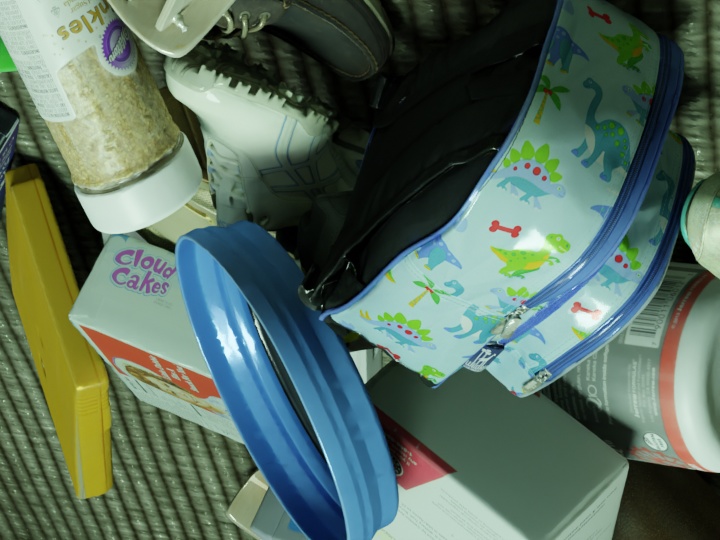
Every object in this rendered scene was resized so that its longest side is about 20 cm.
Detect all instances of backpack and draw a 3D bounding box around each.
[{"bbox_3d":[0.087,-0.045,1.462,0.146,0.184,0.200,29,147,-14],"label":"backpack"}]

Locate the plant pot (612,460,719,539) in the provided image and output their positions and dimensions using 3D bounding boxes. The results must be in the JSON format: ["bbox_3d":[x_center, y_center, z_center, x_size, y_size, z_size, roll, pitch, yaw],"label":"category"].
[{"bbox_3d":[0.128,0.149,1.806,0.186,0.187,0.201,-7,123,52],"label":"plant pot"}]

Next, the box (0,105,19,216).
[{"bbox_3d":[-0.318,-0.032,1.941,0.104,0.149,0.200,28,156,1],"label":"box"}]

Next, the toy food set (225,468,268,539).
[{"bbox_3d":[-0.005,0.198,2.135,0.143,0.061,0.200,36,154,-14],"label":"toy food set"}]

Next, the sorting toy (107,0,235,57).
[{"bbox_3d":[-0.102,-0.239,1.403,0.180,0.107,0.200,40,145,2],"label":"sorting toy"}]

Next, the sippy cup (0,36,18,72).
[{"bbox_3d":[-0.230,-0.177,1.577,0.139,0.131,0.178,-6,-171,-24],"label":"sippy cup"}]

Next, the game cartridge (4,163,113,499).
[{"bbox_3d":[-0.208,0.043,1.973,0.200,0.032,0.177,103,149,-64],"label":"game cartridge"}]

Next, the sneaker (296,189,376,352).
[{"bbox_3d":[0.000,0.000,1.620,0.074,0.085,0.200,-10,173,-8],"label":"sneaker"}]

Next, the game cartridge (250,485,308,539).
[{"bbox_3d":[0.009,0.141,1.933,0.040,0.134,0.199,36,154,-32],"label":"game cartridge"}]

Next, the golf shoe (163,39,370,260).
[{"bbox_3d":[-0.056,-0.061,1.595,0.078,0.097,0.200,37,-176,37],"label":"golf shoe"}]

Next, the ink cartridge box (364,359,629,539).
[{"bbox_3d":[0.067,0.146,1.651,0.145,0.083,0.201,37,150,21],"label":"ink cartridge box"}]

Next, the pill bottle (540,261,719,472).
[{"bbox_3d":[0.142,0.049,1.647,0.199,0.116,0.116,6,146,40],"label":"pill bottle"}]

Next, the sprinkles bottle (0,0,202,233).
[{"bbox_3d":[-0.153,-0.119,1.514,0.068,0.068,0.201,2,126,44],"label":"sprinkles bottle"}]

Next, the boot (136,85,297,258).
[{"bbox_3d":[-0.060,-0.035,1.756,0.199,0.073,0.155,24,161,-10],"label":"boot"}]

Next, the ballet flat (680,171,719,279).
[{"bbox_3d":[0.233,0.006,1.478,0.062,0.068,0.200,14,171,38],"label":"ballet flat"}]

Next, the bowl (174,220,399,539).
[{"bbox_3d":[-0.040,0.063,1.579,0.201,0.039,0.201,56,163,26],"label":"bowl"}]

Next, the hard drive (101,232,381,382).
[{"bbox_3d":[-0.080,0.016,1.921,0.199,0.026,0.132,24,154,13],"label":"hard drive"}]

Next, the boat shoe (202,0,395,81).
[{"bbox_3d":[-0.074,-0.158,1.541,0.199,0.074,0.074,34,154,-10],"label":"boat shoe"}]

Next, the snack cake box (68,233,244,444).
[{"bbox_3d":[-0.105,0.051,1.854,0.114,0.068,0.200,23,167,15],"label":"snack cake box"}]
